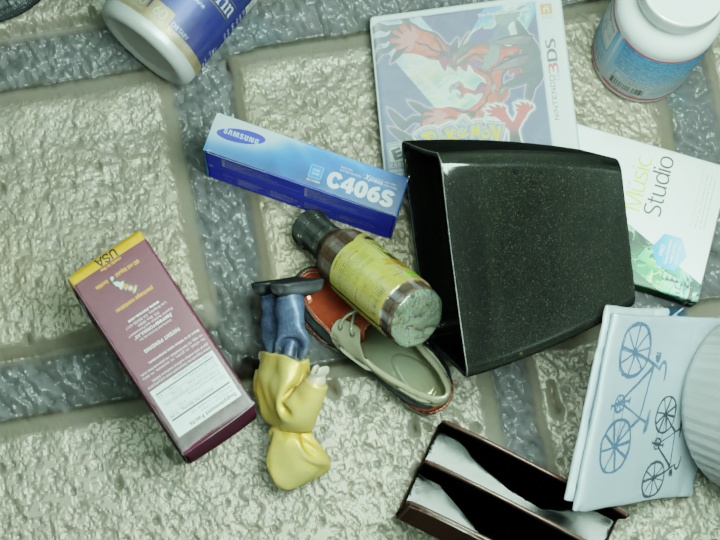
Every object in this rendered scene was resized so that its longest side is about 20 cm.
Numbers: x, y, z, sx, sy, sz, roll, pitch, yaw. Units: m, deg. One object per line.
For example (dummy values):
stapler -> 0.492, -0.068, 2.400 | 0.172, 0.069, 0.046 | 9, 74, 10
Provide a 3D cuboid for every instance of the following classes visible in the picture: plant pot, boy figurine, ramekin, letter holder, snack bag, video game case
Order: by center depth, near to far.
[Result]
plant pot -> 0.151, -0.030, 1.563 | 0.175, 0.200, 0.202 | -9, 99, -6
letter holder -> 0.145, 0.227, 1.563 | 0.198, 0.142, 0.101 | 27, 79, 3
snack bag -> 0.271, 0.126, 1.564 | 0.021, 0.199, 0.191 | 16, 100, 43
ramekin -> 0.391, 0.128, 1.582 | 0.200, 0.094, 0.205 | -5, 98, -35
boy figurine -> -0.063, 0.108, 1.596 | 0.064, 0.124, 0.203 | -6, 91, -30
video game case -> 0.114, -0.182, 1.685 | 0.197, 0.023, 0.185 | -7, 75, 6

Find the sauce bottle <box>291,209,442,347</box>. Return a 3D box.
sauce bottle -> 0.000, 0.000, 1.592 | 0.065, 0.065, 0.200 | -40, 45, -9

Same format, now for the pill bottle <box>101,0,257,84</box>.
pill bottle -> -0.156, -0.296, 1.669 | 0.115, 0.116, 0.201 | 37, 79, 5

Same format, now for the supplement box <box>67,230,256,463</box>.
supplement box -> -0.187, 0.076, 1.594 | 0.085, 0.110, 0.201 | -34, 82, -9

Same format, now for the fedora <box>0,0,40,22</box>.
fedora -> -0.389, -0.320, 1.675 | 0.198, 0.092, 0.203 | 1, 79, -3

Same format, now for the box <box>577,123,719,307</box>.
box -> 0.259, -0.061, 1.680 | 0.198, 0.036, 0.146 | 15, 79, 3

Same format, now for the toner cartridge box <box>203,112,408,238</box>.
toner cartridge box -> -0.054, -0.092, 1.643 | 0.198, 0.095, 0.044 | 19, 77, 1

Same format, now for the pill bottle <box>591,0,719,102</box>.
pill bottle -> 0.295, -0.244, 1.636 | 0.107, 0.200, 0.110 | 1, 79, -3

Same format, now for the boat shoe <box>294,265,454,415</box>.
boat shoe -> 0.011, 0.065, 1.631 | 0.200, 0.063, 0.071 | 42, 82, 8
